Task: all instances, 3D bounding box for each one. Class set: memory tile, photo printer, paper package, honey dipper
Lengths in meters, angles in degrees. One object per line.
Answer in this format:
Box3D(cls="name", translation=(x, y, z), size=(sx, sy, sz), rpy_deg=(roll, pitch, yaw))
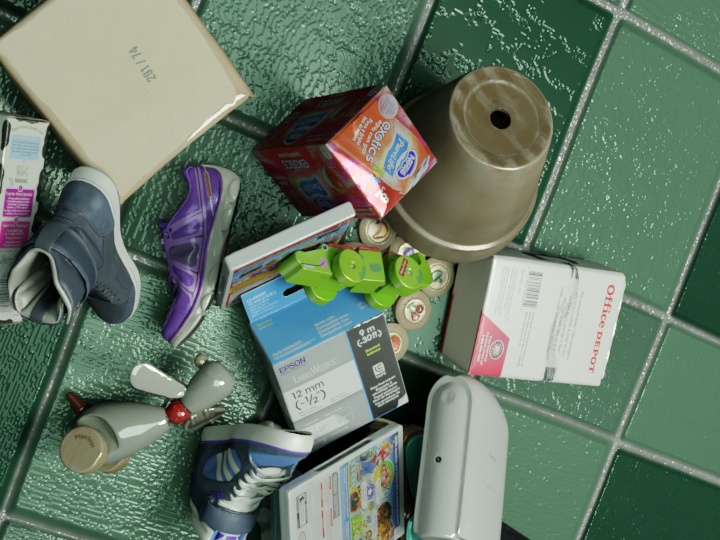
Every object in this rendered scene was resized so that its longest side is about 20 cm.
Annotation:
Box3D(cls="memory tile", translation=(0.042, -0.001, 1.280), size=(0.153, 0.017, 0.201), rpy_deg=(37, 86, -22))
Box3D(cls="photo printer", translation=(0.125, 0.232, 1.265), size=(0.166, 0.068, 0.204), rpy_deg=(46, 47, -55))
Box3D(cls="paper package", translation=(-0.245, -0.204, 1.087), size=(0.190, 0.103, 0.201), rpy_deg=(-40, 112, -9))
Box3D(cls="honey dipper", translation=(0.001, 0.276, 1.260), size=(0.037, 0.038, 0.204), rpy_deg=(21, 80, -23))

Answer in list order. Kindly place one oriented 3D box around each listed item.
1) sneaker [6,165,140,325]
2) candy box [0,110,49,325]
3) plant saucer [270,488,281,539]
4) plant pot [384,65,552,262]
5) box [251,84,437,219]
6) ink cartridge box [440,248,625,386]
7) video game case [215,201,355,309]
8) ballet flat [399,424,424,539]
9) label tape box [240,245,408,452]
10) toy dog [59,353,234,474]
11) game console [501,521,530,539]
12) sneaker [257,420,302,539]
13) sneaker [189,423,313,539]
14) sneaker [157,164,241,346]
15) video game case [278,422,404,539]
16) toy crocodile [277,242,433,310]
Box3D(cls="sneaker", translation=(-0.285, 0.019, 1.063), size=(0.075, 0.148, 0.204), rpy_deg=(9, 138, 10))
Box3D(cls="candy box", translation=(-0.387, -0.060, 1.044), size=(0.061, 0.134, 0.204), rpy_deg=(-6, 108, -64))
Box3D(cls="plant saucer", translation=(-0.033, 0.274, 1.256), size=(0.198, 0.019, 0.071), rpy_deg=(-4, 95, -48))
Box3D(cls="plant pot", translation=(0.125, -0.130, 1.164), size=(0.196, 0.174, 0.204), rpy_deg=(4, 73, -13))
Box3D(cls="box", translation=(-0.022, -0.123, 1.129), size=(0.096, 0.199, 0.100), rpy_deg=(-46, 112, -17))
Box3D(cls="ink cartridge box", translation=(0.214, 0.055, 1.311), size=(0.197, 0.084, 0.148), rpy_deg=(7, 100, -25))
Box3D(cls="video game case", translation=(-0.085, -0.012, 1.137), size=(0.141, 0.200, 0.018), rpy_deg=(-25, 83, -15))
Box3D(cls="ballet flat", translation=(0.066, 0.281, 1.311), size=(0.067, 0.072, 0.204), rpy_deg=(-14, 105, -18))
Box3D(cls="label tape box", translation=(-0.038, 0.092, 1.215), size=(0.141, 0.066, 0.203), rpy_deg=(-25, 124, -12))
Box3D(cls="toy dog", translation=(-0.244, 0.144, 1.159), size=(0.198, 0.132, 0.097), rpy_deg=(-26, 76, -22))
Box3D(cls="game console", translation=(0.194, 0.446, 1.414), size=(0.199, 0.031, 0.178), rpy_deg=(35, 87, -23))
Box3D(cls="sneaker", translation=(-0.087, 0.271, 1.266), size=(0.081, 0.074, 0.204), rpy_deg=(-23, 108, -44))
Box3D(cls="sneaker", translation=(-0.122, 0.246, 1.157), size=(0.080, 0.198, 0.150), rpy_deg=(14, 75, -35))
Box3D(cls="sneaker", translation=(-0.190, -0.018, 1.171), size=(0.082, 0.081, 0.204), rpy_deg=(14, 88, -5))
Box3D(cls="video game case", translation=(-0.016, 0.273, 1.193), size=(0.198, 0.018, 0.146), rpy_deg=(-21, 115, -48))
Box3D(cls="toy crocodile", translation=(0.000, 0.000, 1.148), size=(0.197, 0.067, 0.063), rpy_deg=(7, 62, -35))
